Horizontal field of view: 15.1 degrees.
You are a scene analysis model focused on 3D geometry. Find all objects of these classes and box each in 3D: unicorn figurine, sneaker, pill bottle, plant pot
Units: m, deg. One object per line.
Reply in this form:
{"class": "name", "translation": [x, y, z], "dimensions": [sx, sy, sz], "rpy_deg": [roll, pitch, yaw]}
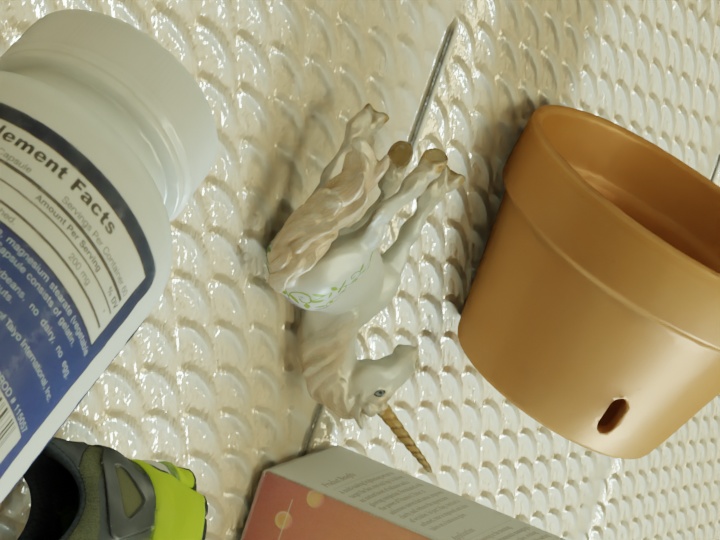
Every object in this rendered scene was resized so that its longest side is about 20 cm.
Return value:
{"class": "unicorn figurine", "translation": [0.000, 0.000, 1.337], "dimensions": [0.137, 0.074, 0.200], "rpy_deg": [-59, 146, -2]}
{"class": "sneaker", "translation": [-0.124, 0.159, 1.101], "dimensions": [0.081, 0.074, 0.200], "rpy_deg": [30, 52, -33]}
{"class": "pill bottle", "translation": [-0.132, 0.004, 0.900], "dimensions": [0.200, 0.111, 0.111], "rpy_deg": [-54, 156, -37]}
{"class": "plant pot", "translation": [0.151, 0.016, 1.588], "dimensions": [0.140, 0.200, 0.200], "rpy_deg": [-58, 165, 18]}

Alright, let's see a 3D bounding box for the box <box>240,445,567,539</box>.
{"class": "box", "translation": [0.032, 0.201, 1.413], "dimensions": [0.106, 0.200, 0.152], "rpy_deg": [-10, 119, -70]}
